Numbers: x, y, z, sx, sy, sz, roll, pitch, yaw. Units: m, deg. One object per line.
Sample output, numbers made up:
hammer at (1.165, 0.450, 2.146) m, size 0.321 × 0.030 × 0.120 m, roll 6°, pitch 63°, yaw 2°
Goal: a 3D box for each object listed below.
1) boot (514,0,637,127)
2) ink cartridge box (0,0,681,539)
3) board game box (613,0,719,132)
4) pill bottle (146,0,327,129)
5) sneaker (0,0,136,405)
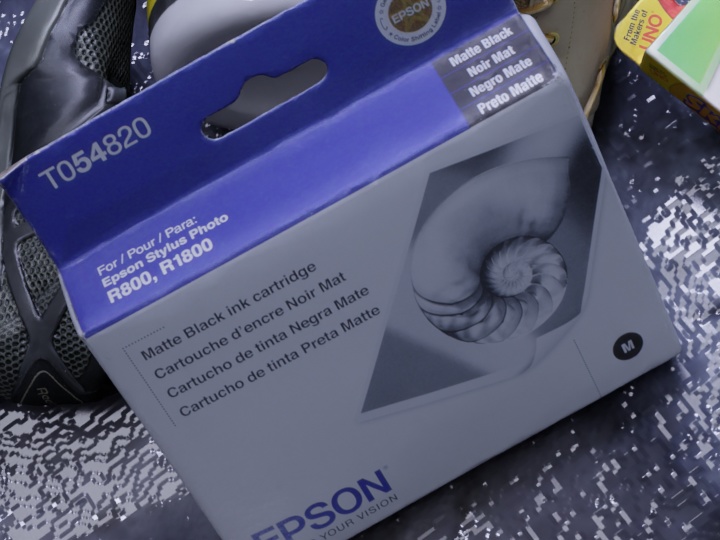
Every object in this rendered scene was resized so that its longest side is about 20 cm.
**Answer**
boot at (0.056, -0.091, 0.754) m, size 0.073 × 0.155 × 0.200 m, roll 17°, pitch 73°, yaw 20°
ink cartridge box at (0.000, 0.000, 0.714) m, size 0.199 × 0.200 × 0.041 m, roll -30°, pitch 33°, yaw 1°
board game box at (0.203, -0.066, 0.755) m, size 0.200 × 0.030 × 0.096 m, roll 40°, pitch 81°, yaw 12°
pill bottle at (-0.041, -0.171, 0.835) m, size 0.112 × 0.112 × 0.201 m, roll -11°, pitch 66°, yaw 9°
sneaker at (-0.102, -0.037, 0.818) m, size 0.114 × 0.076 × 0.200 m, roll 7°, pitch 73°, yaw 15°
